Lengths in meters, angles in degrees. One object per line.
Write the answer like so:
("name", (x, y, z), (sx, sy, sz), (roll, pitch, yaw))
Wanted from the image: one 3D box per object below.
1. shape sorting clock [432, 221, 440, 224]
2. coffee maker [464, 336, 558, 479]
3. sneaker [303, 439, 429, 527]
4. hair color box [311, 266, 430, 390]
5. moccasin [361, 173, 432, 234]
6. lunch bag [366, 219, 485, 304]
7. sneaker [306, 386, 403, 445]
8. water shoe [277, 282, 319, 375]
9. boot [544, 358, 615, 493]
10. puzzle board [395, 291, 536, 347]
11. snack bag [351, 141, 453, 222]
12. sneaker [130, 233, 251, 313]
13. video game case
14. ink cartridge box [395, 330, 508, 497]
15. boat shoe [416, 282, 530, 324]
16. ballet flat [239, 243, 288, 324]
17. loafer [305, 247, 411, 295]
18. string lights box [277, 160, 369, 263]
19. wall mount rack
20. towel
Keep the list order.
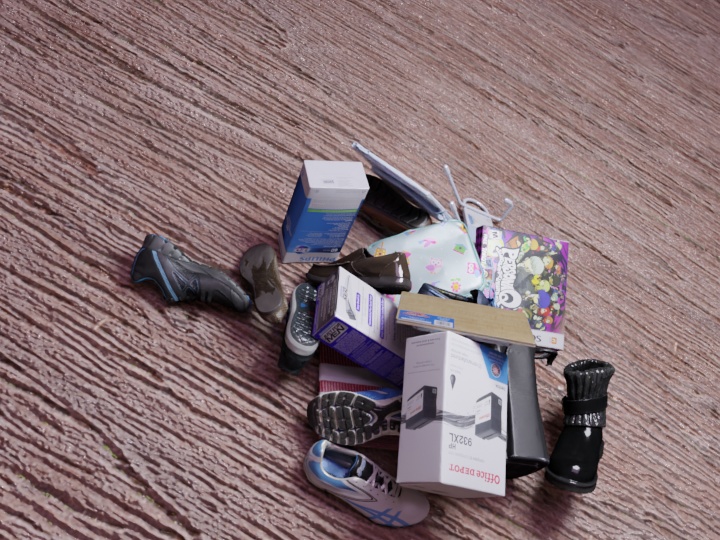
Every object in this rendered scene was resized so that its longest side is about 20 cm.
("shape sorting clock", (0.163, -0.015, 1.429), (0.197, 0.039, 0.203), (11, 52, -14))
("coffee maker", (0.233, 0.213, 1.211), (0.188, 0.135, 0.203), (-2, 63, 0))
("sneaker", (0.012, 0.307, 1.112), (0.198, 0.073, 0.072), (26, 48, -3))
("hair color box", (0.022, 0.095, 1.208), (0.199, 0.065, 0.110), (35, 35, -24))
("moccasin", (0.050, -0.114, 1.438), (0.200, 0.078, 0.074), (30, 64, 23))
("lunch bag", (0.108, 0.013, 1.329), (0.197, 0.077, 0.163), (-17, 67, -3))
("sneaker", (0.018, 0.216, 1.157), (0.196, 0.089, 0.080), (2, 86, 0))
("water shoe", (-0.096, 0.088, 1.235), (0.071, 0.080, 0.201), (27, 24, -4))
("boot", (0.341, 0.234, 1.203), (0.078, 0.161, 0.211), (9, 15, 21))
("puzzle board", (0.151, 0.073, 1.141), (0.196, 0.018, 0.151), (9, 15, 4))
("snack bag", (0.084, -0.146, 1.397), (0.188, 0.200, 0.022), (38, 92, 25))
("sneaker", (-0.267, 0.024, 1.227), (0.198, 0.073, 0.083), (29, 77, -3))
("video game case", (0.285, 0.033, 1.389), (0.178, 0.036, 0.204), (10, 78, -17))
("ink cartridge box", (0.131, 0.203, 1.076), (0.144, 0.083, 0.203), (23, 63, -40))
("boat shoe", (0.185, 0.064, 1.243), (0.197, 0.070, 0.084), (9, 13, -16))
("ballet flat", (-0.152, 0.022, 1.252), (0.067, 0.047, 0.201), (-27, 37, -1))
("loafer", (0.000, 0.000, 1.277), (0.197, 0.073, 0.073), (2, 73, 30))
("string lights box", (-0.066, -0.093, 1.291), (0.101, 0.201, 0.060), (-1, 55, -22))
("wall mount rack", (0.219, -0.107, 1.468), (0.171, 0.075, 0.202), (21, 37, -18))
("towel", (0.002, 0.185, 1.230), (0.142, 0.023, 0.203), (9, 52, -14))
